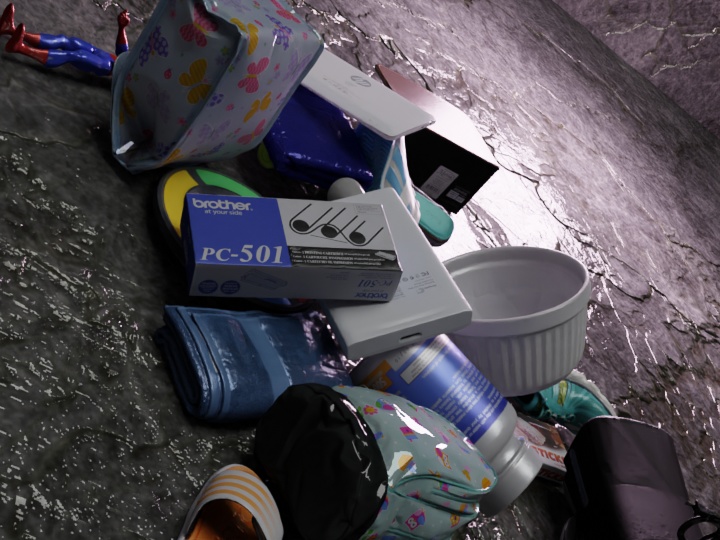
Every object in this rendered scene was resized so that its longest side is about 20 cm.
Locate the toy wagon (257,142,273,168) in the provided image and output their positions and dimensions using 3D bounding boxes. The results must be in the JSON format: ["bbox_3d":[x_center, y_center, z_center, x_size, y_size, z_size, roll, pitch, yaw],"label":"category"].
[{"bbox_3d":[-0.104,-0.192,1.390,0.201,0.040,0.155,53,27,14],"label":"toy wagon"}]

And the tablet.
[{"bbox_3d":[-0.012,-0.221,1.339,0.199,0.014,0.130,35,30,17],"label":"tablet"}]

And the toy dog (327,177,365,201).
[{"bbox_3d":[0.000,0.000,1.212,0.132,0.096,0.201,43,17,-34],"label":"toy dog"}]

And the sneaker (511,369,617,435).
[{"bbox_3d":[0.227,0.158,1.360,0.199,0.078,0.080,34,39,-4],"label":"sneaker"}]

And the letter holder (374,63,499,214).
[{"bbox_3d":[0.080,-0.191,1.591,0.198,0.101,0.143,21,33,-39],"label":"letter holder"}]

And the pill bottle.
[{"bbox_3d":[0.086,0.146,1.110,0.200,0.112,0.112,46,26,3],"label":"pill bottle"}]

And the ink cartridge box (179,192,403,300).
[{"bbox_3d":[-0.066,-0.021,1.041,0.197,0.045,0.095,2,45,-19],"label":"ink cartridge box"}]

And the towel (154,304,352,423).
[{"bbox_3d":[-0.089,0.086,1.012,0.199,0.049,0.112,9,45,-51],"label":"towel"}]

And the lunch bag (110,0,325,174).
[{"bbox_3d":[-0.160,-0.191,1.130,0.127,0.201,0.169,43,26,15],"label":"lunch bag"}]

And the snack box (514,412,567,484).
[{"bbox_3d":[0.167,0.189,1.262,0.198,0.024,0.072,24,34,-37],"label":"snack box"}]

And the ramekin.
[{"bbox_3d":[0.166,0.059,1.264,0.201,0.197,0.107,-65,150,-62],"label":"ramekin"}]

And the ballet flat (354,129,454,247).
[{"bbox_3d":[0.036,-0.100,1.435,0.200,0.073,0.073,42,26,-18],"label":"ballet flat"}]

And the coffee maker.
[{"bbox_3d":[0.303,0.256,1.178,0.134,0.192,0.201,33,29,-22],"label":"coffee maker"}]

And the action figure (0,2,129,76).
[{"bbox_3d":[-0.267,-0.242,1.162,0.199,0.099,0.066,19,28,-46],"label":"action figure"}]

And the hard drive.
[{"bbox_3d":[0.011,-0.002,1.110,0.130,0.027,0.201,-14,44,-16],"label":"hard drive"}]

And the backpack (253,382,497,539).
[{"bbox_3d":[0.022,0.180,0.949,0.199,0.127,0.168,26,25,-44],"label":"backpack"}]

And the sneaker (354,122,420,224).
[{"bbox_3d":[0.030,-0.099,1.361,0.080,0.076,0.203,16,73,-50],"label":"sneaker"}]

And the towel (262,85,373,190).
[{"bbox_3d":[-0.075,-0.177,1.322,0.146,0.050,0.202,10,43,-39],"label":"towel"}]

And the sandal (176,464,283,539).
[{"bbox_3d":[-0.096,0.206,0.820,0.079,0.059,0.207,43,26,-5],"label":"sandal"}]

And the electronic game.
[{"bbox_3d":[-0.124,-0.031,1.126,0.199,0.042,0.201,33,27,-19],"label":"electronic game"}]
